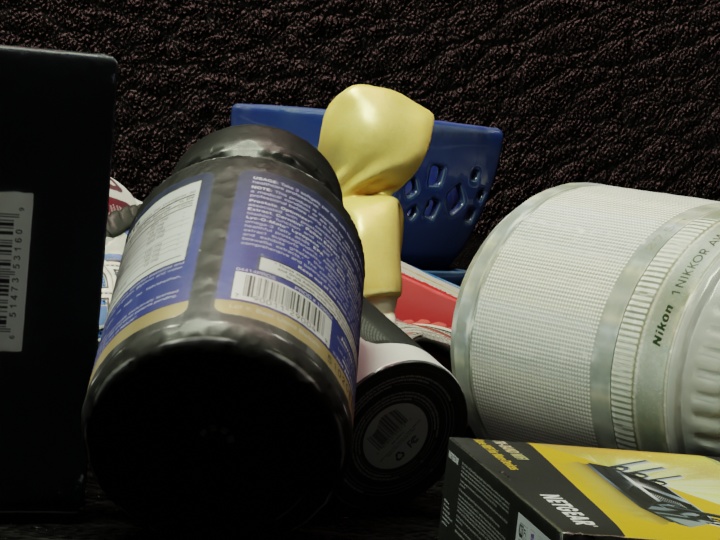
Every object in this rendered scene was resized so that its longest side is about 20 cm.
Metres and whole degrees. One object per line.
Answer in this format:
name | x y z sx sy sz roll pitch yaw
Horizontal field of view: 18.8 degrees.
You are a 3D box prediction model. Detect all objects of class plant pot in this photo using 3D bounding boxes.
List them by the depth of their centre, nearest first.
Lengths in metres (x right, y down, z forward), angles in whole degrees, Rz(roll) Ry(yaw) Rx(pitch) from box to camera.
plant pot | -0.001 -0.066 2.138 0.200 0.180 0.200 10 5 42

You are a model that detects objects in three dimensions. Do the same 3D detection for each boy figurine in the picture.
boy figurine | 0.000 0.000 1.187 0.064 0.200 0.124 5 1 -13

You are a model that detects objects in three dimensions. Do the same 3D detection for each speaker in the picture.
speaker | -0.030 0.038 1.087 0.081 0.081 0.200 3 22 -31

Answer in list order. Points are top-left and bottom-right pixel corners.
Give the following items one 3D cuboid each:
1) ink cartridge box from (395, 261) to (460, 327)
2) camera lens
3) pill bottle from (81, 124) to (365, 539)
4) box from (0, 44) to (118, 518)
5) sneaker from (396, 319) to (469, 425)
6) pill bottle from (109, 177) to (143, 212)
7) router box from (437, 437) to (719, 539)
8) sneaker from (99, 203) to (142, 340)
ink cartridge box | 0.022 0.032 1.459 0.116 0.067 0.200 23 4 -2
camera lens | 0.156 0.043 1.087 0.160 0.160 0.200 2 6 -38
pill bottle | -0.054 0.019 0.956 0.112 0.112 0.200 6 32 0
box | -0.206 -0.005 0.981 0.123 0.200 0.198 3 4 -27
sneaker | -0.009 0.053 1.270 0.200 0.078 0.082 4 6 -18
pill bottle | -0.204 -0.020 1.377 0.109 0.110 0.200 8 -7 30
router box | 0.127 0.112 0.858 0.157 0.052 0.200 5 5 -10
sneaker | -0.150 0.028 1.215 0.077 0.076 0.200 37 37 6
